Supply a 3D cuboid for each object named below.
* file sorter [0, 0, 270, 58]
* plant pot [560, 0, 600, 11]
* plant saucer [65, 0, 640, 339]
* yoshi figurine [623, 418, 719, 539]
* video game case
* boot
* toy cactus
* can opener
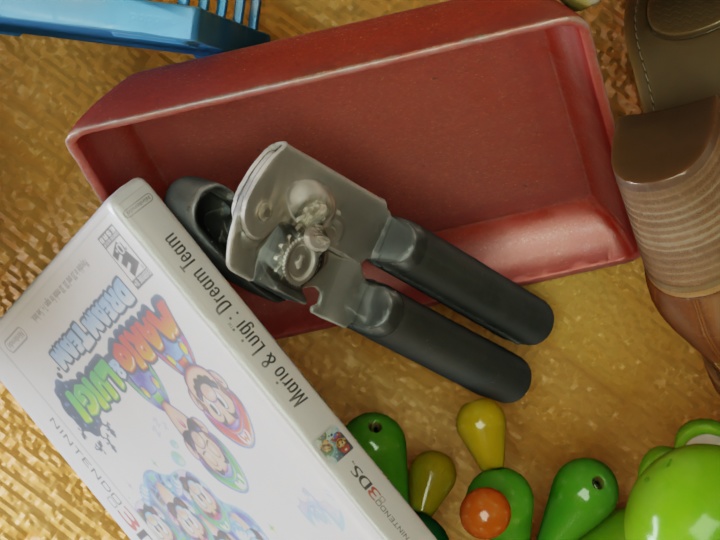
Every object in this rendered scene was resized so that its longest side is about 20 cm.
[{"bbox_3d":[-0.109,-0.152,1.089,0.138,0.200,0.123,8,92,5],"label":"file sorter"},{"bbox_3d":[0.079,-0.216,1.012,0.142,0.200,0.200,33,98,-8],"label":"plant pot"},{"bbox_3d":[0.003,-0.042,1.106,0.199,0.200,0.037,-13,62,7],"label":"plant saucer"},{"bbox_3d":[0.161,0.141,1.050,0.112,0.112,0.200,-25,65,-20],"label":"yoshi figurine"},{"bbox_3d":[-0.067,0.069,1.116,0.024,0.200,0.182,-39,90,-29],"label":"video game case"},{"bbox_3d":[0.159,-0.040,1.124,0.073,0.200,0.155,-2,133,32],"label":"boot"},{"bbox_3d":[0.058,0.152,1.151,0.200,0.102,0.165,34,108,-6],"label":"toy cactus"},{"bbox_3d":[0.000,0.000,1.110,0.067,0.200,0.053,17,82,38],"label":"can opener"}]
